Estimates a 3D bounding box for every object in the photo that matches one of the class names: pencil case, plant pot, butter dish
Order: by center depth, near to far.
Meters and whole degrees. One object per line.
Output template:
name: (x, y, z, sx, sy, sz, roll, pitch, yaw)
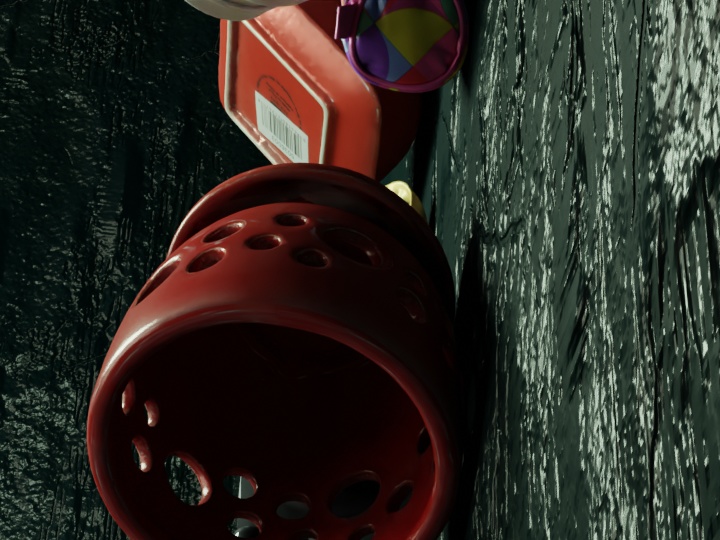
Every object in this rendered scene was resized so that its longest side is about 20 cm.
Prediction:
plant pot: (-0.038, 0.056, 0.921, 0.183, 0.198, 0.203, -78, -5, -60)
pencil case: (0.024, -0.179, 1.080, 0.200, 0.087, 0.089, -91, 6, -71)
butter dish: (-0.012, -0.160, 1.315, 0.200, 0.147, 0.200, 47, 152, 23)

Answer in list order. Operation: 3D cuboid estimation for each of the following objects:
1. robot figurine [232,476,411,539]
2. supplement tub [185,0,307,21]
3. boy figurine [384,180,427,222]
robot figurine: (-0.023, 0.149, 1.109, 0.201, 0.148, 0.126, 98, 162, -46)
supplement tub: (-0.034, -0.250, 1.000, 0.199, 0.144, 0.147, -27, 51, 44)
boy figurine: (0.000, 0.000, 1.113, 0.200, 0.123, 0.065, -43, -67, -50)
